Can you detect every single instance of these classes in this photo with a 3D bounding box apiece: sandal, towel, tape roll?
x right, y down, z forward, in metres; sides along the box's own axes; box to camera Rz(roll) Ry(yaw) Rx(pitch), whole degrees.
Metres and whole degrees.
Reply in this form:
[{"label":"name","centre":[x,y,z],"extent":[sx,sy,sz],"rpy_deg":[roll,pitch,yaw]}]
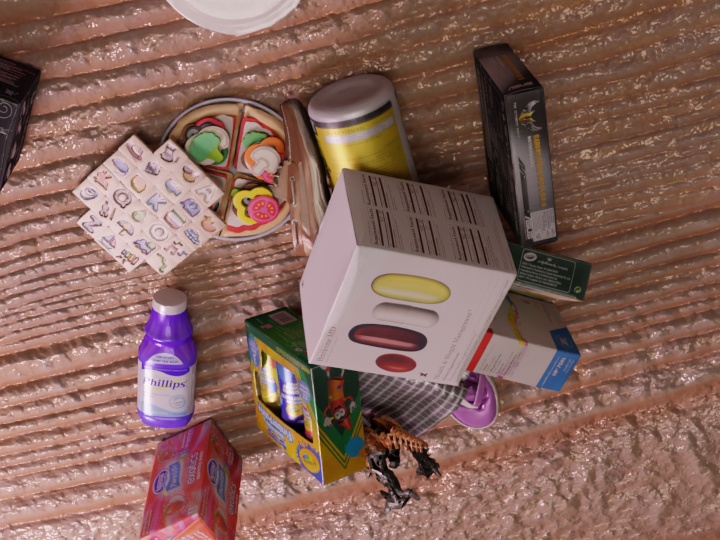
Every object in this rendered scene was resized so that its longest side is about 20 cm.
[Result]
[{"label":"sandal","centre":[0.141,0.151,1.663],"extent":[0.081,0.050,0.205],"rpy_deg":[-17,117,9]},{"label":"towel","centre":[0.038,0.156,1.600],"extent":[0.164,0.087,0.200],"rpy_deg":[24,147,-12]},{"label":"tape roll","centre":[-0.146,-0.379,1.351],"extent":[0.199,0.071,0.205],"rpy_deg":[-1,119,-1]}]

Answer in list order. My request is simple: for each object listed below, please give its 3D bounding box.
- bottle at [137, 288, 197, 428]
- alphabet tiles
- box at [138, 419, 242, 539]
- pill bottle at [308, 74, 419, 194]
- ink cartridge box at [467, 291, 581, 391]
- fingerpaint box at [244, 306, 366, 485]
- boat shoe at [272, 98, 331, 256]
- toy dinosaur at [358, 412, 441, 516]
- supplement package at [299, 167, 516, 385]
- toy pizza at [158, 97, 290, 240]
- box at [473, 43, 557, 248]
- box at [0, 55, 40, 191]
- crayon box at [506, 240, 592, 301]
[{"label":"bottle","centre":[-0.267,0.123,1.634],"extent":[0.082,0.066,0.203],"rpy_deg":[5,119,-5]},{"label":"alphabet tiles","centre":[-0.275,-0.082,1.531],"extent":[0.199,0.006,0.166],"rpy_deg":[-35,111,29]},{"label":"box","centre":[-0.238,0.323,1.670],"extent":[0.101,0.201,0.095],"rpy_deg":[-24,119,14]},{"label":"pill bottle","centre":[0.011,-0.132,1.467],"extent":[0.110,0.113,0.202],"rpy_deg":[-13,118,7]},{"label":"ink cartridge box","centre":[0.181,0.082,1.567],"extent":[0.197,0.117,0.068],"rpy_deg":[15,121,-22]},{"label":"fingerpaint box","centre":[-0.076,0.163,1.566],"extent":[0.072,0.199,0.169],"rpy_deg":[-16,114,-27]},{"label":"boat shoe","centre":[-0.078,-0.112,1.471],"extent":[0.071,0.076,0.203],"rpy_deg":[-12,97,8]},{"label":"toy dinosaur","centre":[0.032,0.242,1.564],"extent":[0.102,0.200,0.136],"rpy_deg":[-38,98,-5]},{"label":"supplement package","centre":[0.050,0.011,1.412],"extent":[0.197,0.148,0.193],"rpy_deg":[9,129,-17]},{"label":"toy pizza","centre":[-0.166,-0.124,1.516],"extent":[0.197,0.032,0.203],"rpy_deg":[0,119,0]},{"label":"box","centre":[0.188,-0.152,1.429],"extent":[0.048,0.159,0.203],"rpy_deg":[-12,119,-3]},{"label":"box","centre":[-0.506,-0.200,1.423],"extent":[0.197,0.115,0.133],"rpy_deg":[19,119,-10]},{"label":"crayon box","centre":[0.204,-0.001,1.522],"extent":[0.124,0.200,0.052],"rpy_deg":[14,87,-9]}]
